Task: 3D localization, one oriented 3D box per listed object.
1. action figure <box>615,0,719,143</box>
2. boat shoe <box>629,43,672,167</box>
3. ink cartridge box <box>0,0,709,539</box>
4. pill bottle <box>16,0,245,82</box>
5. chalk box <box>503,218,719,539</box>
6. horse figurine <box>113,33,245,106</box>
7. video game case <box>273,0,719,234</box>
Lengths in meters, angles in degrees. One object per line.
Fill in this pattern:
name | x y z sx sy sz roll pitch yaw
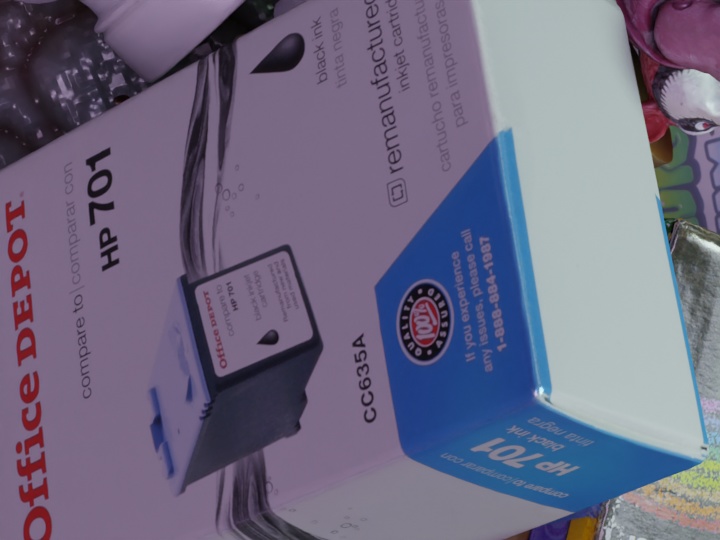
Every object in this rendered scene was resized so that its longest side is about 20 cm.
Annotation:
action figure | 0.115 -0.107 0.787 0.149 0.134 0.200 18 130 -17
boat shoe | 0.021 -0.092 0.855 0.070 0.070 0.200 -30 122 20
ink cartridge box | -0.013 0.012 0.802 0.200 0.086 0.146 -25 62 32
pill bottle | -0.107 -0.159 0.878 0.112 0.112 0.200 -45 99 0
chalk box | 0.085 0.095 0.847 0.124 0.124 0.200 19 84 -26
horse figurine | 0.000 0.000 0.939 0.200 0.050 0.133 17 92 -14
video game case | 0.069 0.001 0.922 0.182 0.024 0.200 -8 92 -26
